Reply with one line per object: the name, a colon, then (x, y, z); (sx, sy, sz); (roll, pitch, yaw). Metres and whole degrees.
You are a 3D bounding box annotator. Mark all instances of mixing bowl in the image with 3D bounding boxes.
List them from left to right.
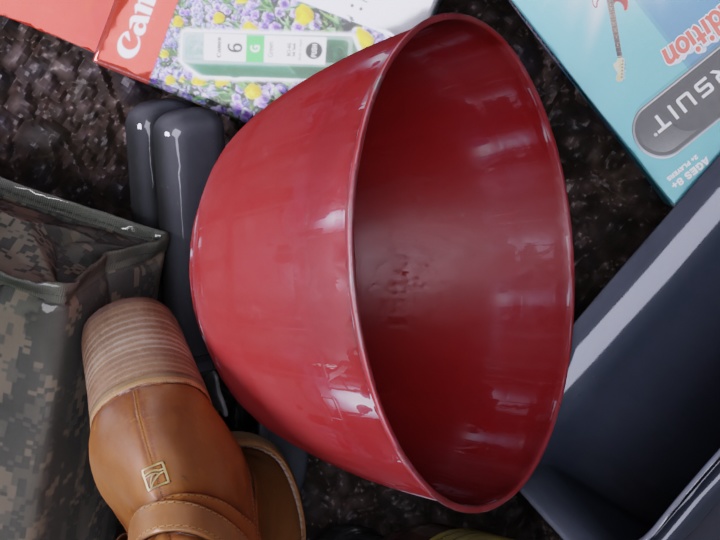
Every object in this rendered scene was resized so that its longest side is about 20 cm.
mixing bowl: (0.000, 0.000, 0.973); (0.108, 0.200, 0.201); (-4, 95, 29)

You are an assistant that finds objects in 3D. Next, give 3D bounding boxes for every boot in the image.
boot: (-0.055, 0.123, 0.961); (0.076, 0.156, 0.200); (-17, 138, -3)

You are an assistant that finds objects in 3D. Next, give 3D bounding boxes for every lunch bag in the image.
lunch bag: (-0.201, 0.038, 1.028); (0.199, 0.118, 0.165); (19, 110, 18)

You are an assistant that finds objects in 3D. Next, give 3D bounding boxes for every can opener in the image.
can opener: (-0.063, 0.022, 1.064); (0.067, 0.053, 0.201); (-11, 107, -30)

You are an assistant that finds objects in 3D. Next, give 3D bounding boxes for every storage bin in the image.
storage bin: (0.185, 0.060, 1.015); (0.134, 0.146, 0.200); (36, 96, -33)

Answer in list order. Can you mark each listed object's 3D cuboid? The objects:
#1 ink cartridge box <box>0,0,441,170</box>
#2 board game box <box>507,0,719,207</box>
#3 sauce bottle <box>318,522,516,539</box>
ink cartridge box: (-0.067, -0.130, 1.056); (0.199, 0.050, 0.109); (21, 96, -1)
board game box: (0.134, -0.153, 1.051); (0.151, 0.047, 0.200); (-39, 93, 4)
sauce bottle: (0.044, 0.142, 1.007); (0.066, 0.200, 0.066); (0, 91, -30)
